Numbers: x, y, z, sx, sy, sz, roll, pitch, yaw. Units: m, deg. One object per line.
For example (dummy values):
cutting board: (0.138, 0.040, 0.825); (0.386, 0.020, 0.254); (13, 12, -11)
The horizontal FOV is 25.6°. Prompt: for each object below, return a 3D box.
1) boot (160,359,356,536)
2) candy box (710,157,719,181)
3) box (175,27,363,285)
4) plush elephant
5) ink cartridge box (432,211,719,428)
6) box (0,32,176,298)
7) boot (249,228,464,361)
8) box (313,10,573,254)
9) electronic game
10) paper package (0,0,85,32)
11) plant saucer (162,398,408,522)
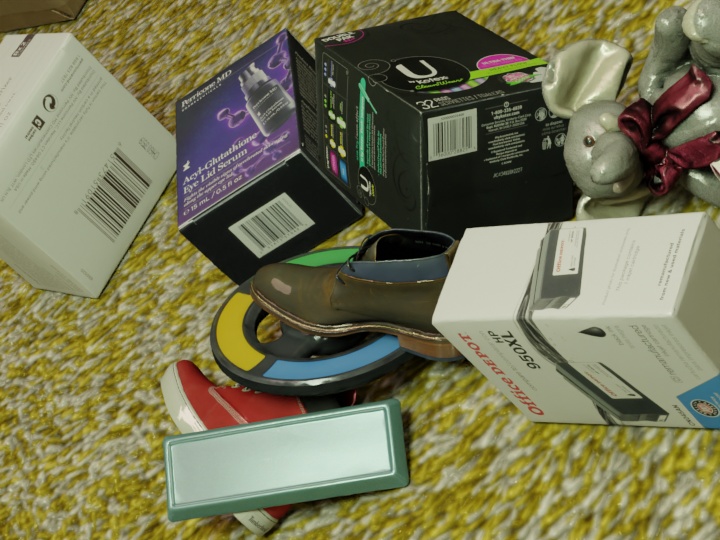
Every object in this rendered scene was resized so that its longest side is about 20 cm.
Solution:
boot: (-0.079, 0.110, 1.332); (0.144, 0.072, 0.200); (-44, 45, 1)
candy box: (0.348, -0.073, 1.035); (0.199, 0.136, 0.061); (-37, 36, 10)
box: (-0.091, -0.109, 1.518); (0.147, 0.104, 0.201); (-32, 39, 18)
plush elephant: (0.217, -0.102, 1.175); (0.154, 0.166, 0.200); (-26, 10, 3)
ink cartridge box: (0.172, 0.038, 1.091); (0.199, 0.145, 0.085); (-3, 54, 43)
box: (-0.324, -0.111, 1.663); (0.130, 0.200, 0.200); (7, 60, 46)
boot: (0.000, 0.000, 1.242); (0.198, 0.098, 0.075); (12, 41, 21)
box: (0.066, -0.120, 1.312); (0.147, 0.125, 0.200); (-13, 29, -22)
electronic game: (-0.028, 0.039, 1.313); (0.198, 0.042, 0.201); (-10, 31, 6)
paper package: (-0.427, -0.435, 2.151); (0.190, 0.104, 0.201); (1, 56, 42)
plant saucer: (-0.063, 0.148, 1.245); (0.198, 0.019, 0.071); (-11, 71, 12)
